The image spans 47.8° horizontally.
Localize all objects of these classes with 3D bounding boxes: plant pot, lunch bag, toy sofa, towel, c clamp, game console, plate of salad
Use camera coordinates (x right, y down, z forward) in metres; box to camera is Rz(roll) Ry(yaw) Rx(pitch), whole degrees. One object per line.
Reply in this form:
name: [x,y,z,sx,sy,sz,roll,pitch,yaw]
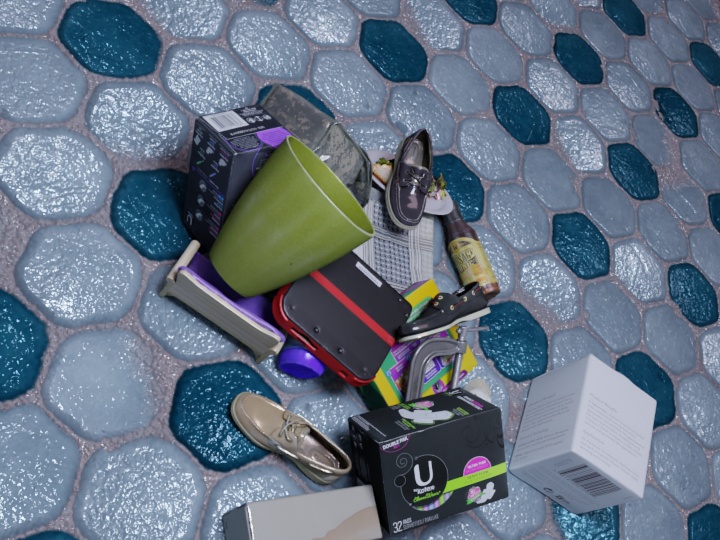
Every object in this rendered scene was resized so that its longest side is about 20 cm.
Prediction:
plant pot: [-0.113,-0.057,1.171,0.187,0.200,0.187,47,12,-13]
lunch bag: [-0.074,-0.193,1.352,0.164,0.118,0.200,39,-3,35]
toy sofa: [-0.193,0.044,1.227,0.200,0.098,0.083,36,52,-11]
towel: [0.055,-0.049,1.434,0.192,0.035,0.200,17,57,-25]
c clamp: [0.137,0.182,1.309,0.171,0.027,0.200,9,95,-43]
game console: [-0.025,0.060,1.251,0.200,0.031,0.177,42,54,-15]
plate of salad: [0.093,-0.175,1.523,0.200,0.048,0.200,24,29,-14]

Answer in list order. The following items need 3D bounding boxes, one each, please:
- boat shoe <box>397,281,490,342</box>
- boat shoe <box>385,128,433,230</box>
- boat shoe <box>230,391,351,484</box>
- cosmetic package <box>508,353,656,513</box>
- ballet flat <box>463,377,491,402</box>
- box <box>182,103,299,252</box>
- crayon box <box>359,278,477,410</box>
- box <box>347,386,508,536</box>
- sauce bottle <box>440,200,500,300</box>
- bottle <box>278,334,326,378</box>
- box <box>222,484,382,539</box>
boat shoe: [0.129,0.068,1.314,0.201,0.074,0.063,-19,90,-40]
boat shoe: [0.091,-0.166,1.430,0.072,0.065,0.200,18,58,-13]
boat shoe: [-0.100,0.242,1.202,0.200,0.065,0.072,40,51,-9]
cosmetic package: [0.393,0.290,1.431,0.165,0.165,0.200,35,52,-13]
ballet flat: [0.186,0.256,1.382,0.067,0.062,0.200,50,50,-12]
box: [-0.187,-0.136,1.246,0.122,0.200,0.106,-21,52,-39]
crayon box: [0.079,0.137,1.344,0.200,0.058,0.173,-34,98,-33]
box: [0.102,0.279,1.215,0.200,0.124,0.149,-12,102,-20]
sauce bottle: [0.201,-0.037,1.549,0.066,0.066,0.200,-8,66,-36]
bottle: [-0.066,0.070,1.287,0.065,0.083,0.200,33,62,-28]
box: [-0.081,0.357,1.136,0.200,0.095,0.078,0,66,-31]
